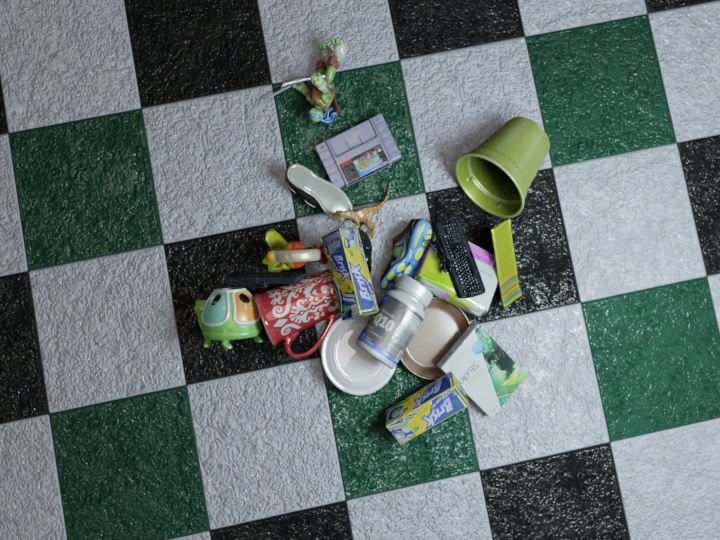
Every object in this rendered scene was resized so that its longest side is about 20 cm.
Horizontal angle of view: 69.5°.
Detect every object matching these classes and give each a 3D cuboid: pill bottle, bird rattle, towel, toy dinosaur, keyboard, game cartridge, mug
[{"bbox_3d":[0.084,0.120,1.240,0.113,0.114,0.202,32,82,1],"label":"pill bottle"},{"bbox_3d":[-0.148,-0.032,1.262,0.195,0.163,0.116,8,98,6],"label":"bird rattle"},{"bbox_3d":[0.362,-0.018,1.285,0.085,0.018,0.204,-29,113,-42],"label":"towel"},{"bbox_3d":[0.019,-0.140,1.310,0.198,0.108,0.060,-25,43,-36],"label":"toy dinosaur"},{"bbox_3d":[0.231,-0.031,1.248,0.102,0.040,0.204,-15,75,-15],"label":"keyboard"},{"bbox_3d":[-0.005,-0.305,1.343,0.197,0.038,0.132,-27,83,-3],"label":"game cartridge"},{"bbox_3d":[-0.137,0.102,1.275,0.196,0.133,0.181,-23,105,-7],"label":"mug"},{"bbox_3d":[-0.238,0.020,1.242,0.195,0.127,0.021,-1,105,19],"label":"keyboard"}]

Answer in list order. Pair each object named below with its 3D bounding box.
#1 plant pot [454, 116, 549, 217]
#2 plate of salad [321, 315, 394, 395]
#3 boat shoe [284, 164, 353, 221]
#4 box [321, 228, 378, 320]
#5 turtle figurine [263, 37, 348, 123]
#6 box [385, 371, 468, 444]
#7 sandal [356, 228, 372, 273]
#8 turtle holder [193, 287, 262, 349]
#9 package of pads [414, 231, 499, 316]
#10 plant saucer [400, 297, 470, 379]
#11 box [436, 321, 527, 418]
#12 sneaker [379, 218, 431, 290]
[{"bbox_3d":[0.365,-0.270,1.286,0.200,0.201,0.185,41,74,1],"label":"plant pot"},{"bbox_3d":[-0.002,0.207,1.302,0.195,0.048,0.205,1,84,-12],"label":"plate of salad"},{"bbox_3d":[-0.107,-0.192,1.318,0.198,0.060,0.075,31,75,-14],"label":"boat shoe"},{"bbox_3d":[-0.024,0.009,1.210,0.064,0.069,0.205,-21,79,40],"label":"box"},{"bbox_3d":[-0.123,-0.491,1.298,0.196,0.144,0.198,22,82,-4],"label":"turtle figurine"},{"bbox_3d":[0.158,0.333,1.252,0.198,0.065,0.070,-35,107,14],"label":"box"},{"bbox_3d":[0.001,0.001,1.291,0.074,0.048,0.206,-3,102,-33],"label":"sandal"},{"bbox_3d":[-0.320,0.110,1.261,0.138,0.184,0.135,-5,93,-28],"label":"turtle holder"},{"bbox_3d":[0.246,0.006,1.296,0.197,0.068,0.157,26,70,1],"label":"package of pads"},{"bbox_3d":[0.184,0.171,1.314,0.195,0.037,0.206,0,86,-1],"label":"plant saucer"},{"bbox_3d":[0.304,0.249,1.289,0.200,0.036,0.145,44,85,-15],"label":"box"},{"bbox_3d":[0.110,-0.039,1.311,0.070,0.083,0.203,25,97,-29],"label":"sneaker"}]
